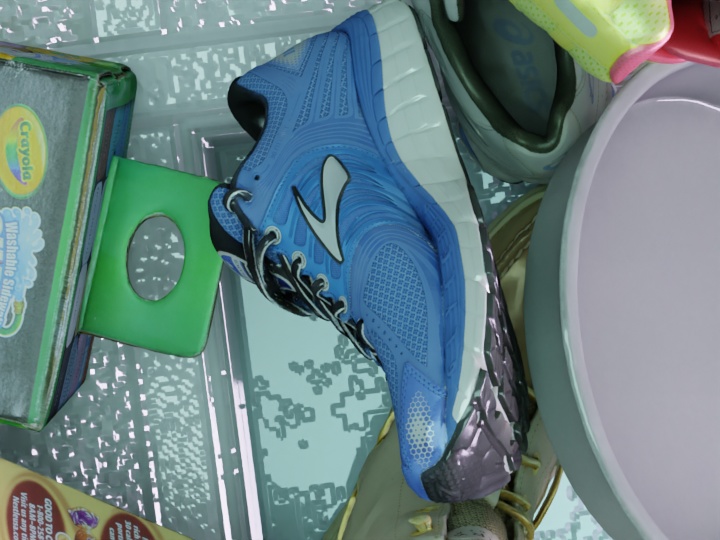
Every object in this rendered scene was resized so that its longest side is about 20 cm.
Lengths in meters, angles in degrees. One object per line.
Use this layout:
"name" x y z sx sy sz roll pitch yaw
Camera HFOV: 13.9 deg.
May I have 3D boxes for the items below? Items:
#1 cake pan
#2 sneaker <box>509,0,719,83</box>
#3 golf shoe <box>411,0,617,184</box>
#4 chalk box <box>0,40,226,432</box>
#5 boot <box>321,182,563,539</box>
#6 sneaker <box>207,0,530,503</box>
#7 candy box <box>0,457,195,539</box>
"cake pan" 0.129 0.021 1.017 0.200 0.037 0.201 10 75 -40
"sneaker" 0.108 -0.107 0.991 0.090 0.200 0.078 52 129 10
"golf shoe" 0.040 -0.126 1.031 0.078 0.097 0.201 -24 93 5
"chalk box" -0.145 -0.020 1.034 0.199 0.124 0.125 12 95 -1
"boot" 0.043 0.070 1.018 0.073 0.155 0.200 31 97 -7
"sneaker" 0.000 0.000 0.980 0.089 0.200 0.079 -18 137 1
"candy box" -0.127 0.123 1.001 0.199 0.057 0.117 25 131 -33
